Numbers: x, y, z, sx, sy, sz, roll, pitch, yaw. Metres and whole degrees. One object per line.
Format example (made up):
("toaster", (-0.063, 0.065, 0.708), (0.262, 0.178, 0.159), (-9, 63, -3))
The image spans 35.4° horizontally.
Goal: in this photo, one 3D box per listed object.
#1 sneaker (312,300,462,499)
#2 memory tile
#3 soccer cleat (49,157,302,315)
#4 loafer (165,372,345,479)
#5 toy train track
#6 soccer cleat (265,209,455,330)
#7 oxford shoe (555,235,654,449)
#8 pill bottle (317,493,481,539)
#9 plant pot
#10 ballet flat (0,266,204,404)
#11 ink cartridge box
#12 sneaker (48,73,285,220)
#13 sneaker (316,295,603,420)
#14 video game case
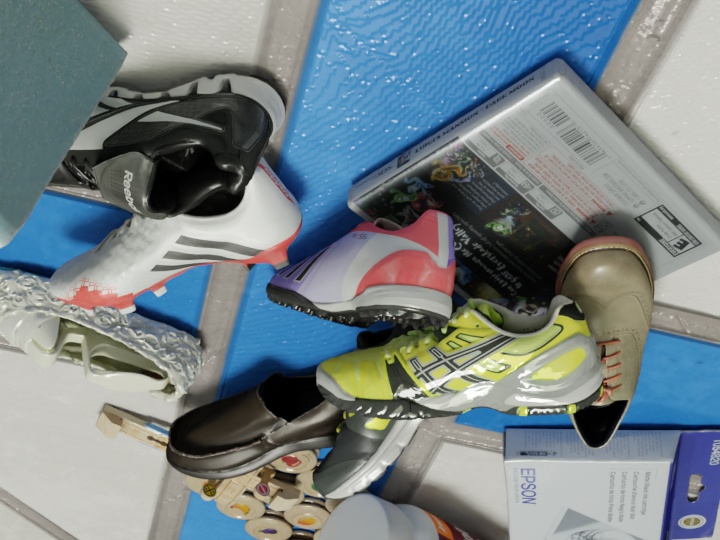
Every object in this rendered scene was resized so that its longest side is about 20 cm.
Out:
("sneaker", (0.018, 0.093, 0.887), (0.085, 0.074, 0.200), (40, 107, 2))
("memory tile", (-0.065, 0.232, 1.119), (0.153, 0.017, 0.200), (-21, 133, 28))
("soccer cleat", (-0.139, -0.027, 0.801), (0.200, 0.069, 0.085), (-13, 127, 16))
("loafer", (-0.079, 0.118, 0.958), (0.200, 0.073, 0.071), (-17, 131, 11))
("toy train track", (-0.151, 0.181, 1.042), (0.200, 0.033, 0.115), (27, 132, -11))
("soccer cleat", (0.000, 0.000, 0.794), (0.068, 0.073, 0.200), (17, 170, -30))
("oxford shoe", (0.178, 0.055, 0.812), (0.070, 0.075, 0.200), (-4, 140, 9))
("pill bottle", (0.058, 0.294, 1.090), (0.114, 0.114, 0.200), (-29, 133, 33))
("plant pot", (-0.290, -0.117, 0.627), (0.196, 0.196, 0.200), (-19, 125, 26))
("ballet flat", (-0.221, 0.055, 0.901), (0.200, 0.072, 0.072), (19, 137, -13))
("ink cartridge box", (0.234, 0.215, 1.043), (0.200, 0.041, 0.200), (-2, 138, 9))
("sneaker", (-0.149, -0.073, 0.726), (0.200, 0.091, 0.067), (-6, 137, 14))
("sneaker", (0.066, 0.058, 0.788), (0.200, 0.075, 0.077), (-5, 104, 11))
("video game case", (0.123, -0.038, 0.785), (0.182, 0.023, 0.200), (-30, 129, 33))
